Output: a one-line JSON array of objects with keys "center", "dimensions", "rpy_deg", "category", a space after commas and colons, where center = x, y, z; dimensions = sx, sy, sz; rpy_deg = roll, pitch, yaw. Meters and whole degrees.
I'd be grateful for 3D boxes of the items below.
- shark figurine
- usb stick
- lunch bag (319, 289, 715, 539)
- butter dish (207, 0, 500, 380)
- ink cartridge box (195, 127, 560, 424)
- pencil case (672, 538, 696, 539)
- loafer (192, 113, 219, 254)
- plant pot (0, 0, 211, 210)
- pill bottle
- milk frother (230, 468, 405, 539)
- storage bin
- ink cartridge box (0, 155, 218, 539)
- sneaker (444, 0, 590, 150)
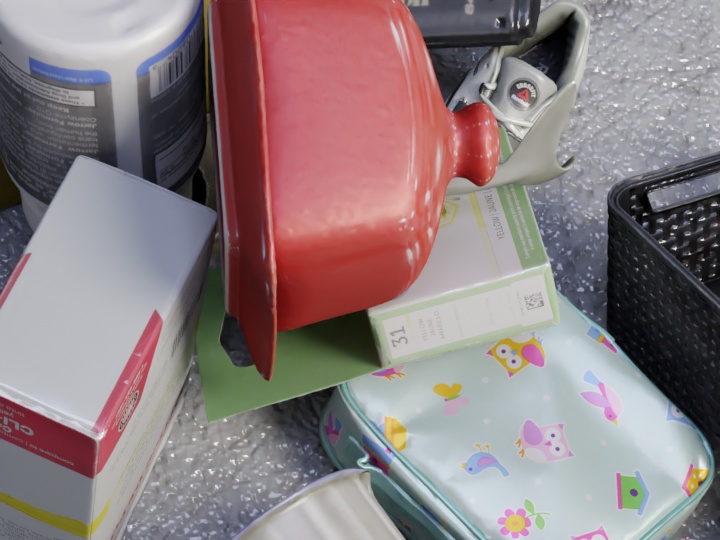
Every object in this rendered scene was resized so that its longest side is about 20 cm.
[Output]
[{"center": [0.012, -0.082, 1.634], "dimensions": [0.128, 0.090, 0.214], "rpy_deg": [-37, 38, -28], "category": "shark figurine"}, {"center": [0.006, -0.153, 1.756], "dimensions": [0.199, 0.033, 0.056], "rpy_deg": [-1, 53, 16], "category": "usb stick"}, {"center": [0.080, 0.097, 1.653], "dimensions": [0.200, 0.077, 0.160], "rpy_deg": [44, 65, 13], "category": "lunch bag"}, {"center": [-0.002, -0.062, 1.528], "dimensions": [0.147, 0.200, 0.201], "rpy_deg": [-4, 73, -3], "category": "butter dish"}, {"center": [0.000, 0.000, 1.641], "dimensions": [0.199, 0.048, 0.146], "rpy_deg": [-14, 35, 1], "category": "ink cartridge box"}, {"center": [0.146, 0.201, 1.544], "dimensions": [0.078, 0.200, 0.087], "rpy_deg": [26, 61, -4], "category": "pencil case"}, {"center": [-0.089, -0.049, 1.704], "dimensions": [0.200, 0.067, 0.076], "rpy_deg": [-34, 73, -24], "category": "loafer"}, {"center": [-0.189, -0.176, 1.691], "dimensions": [0.199, 0.177, 0.200], "rpy_deg": [-23, 69, -21], "category": "plant pot"}, {"center": [-0.137, -0.096, 1.569], "dimensions": [0.113, 0.200, 0.114], "rpy_deg": [1, 56, -2], "category": "pill bottle"}, {"center": [-0.010, 0.208, 1.508], "dimensions": [0.180, 0.200, 0.188], "rpy_deg": [-32, 72, -20], "category": "milk frother"}, {"center": [0.236, 0.021, 1.664], "dimensions": [0.135, 0.094, 0.200], "rpy_deg": [-17, 35, -20], "category": "storage bin"}, {"center": [-0.146, 0.058, 1.561], "dimensions": [0.083, 0.200, 0.145], "rpy_deg": [22, 60, 5], "category": "ink cartridge box"}, {"center": [0.074, -0.082, 1.743], "dimensions": [0.074, 0.089, 0.200], "rpy_deg": [29, 62, 3], "category": "sneaker"}]
